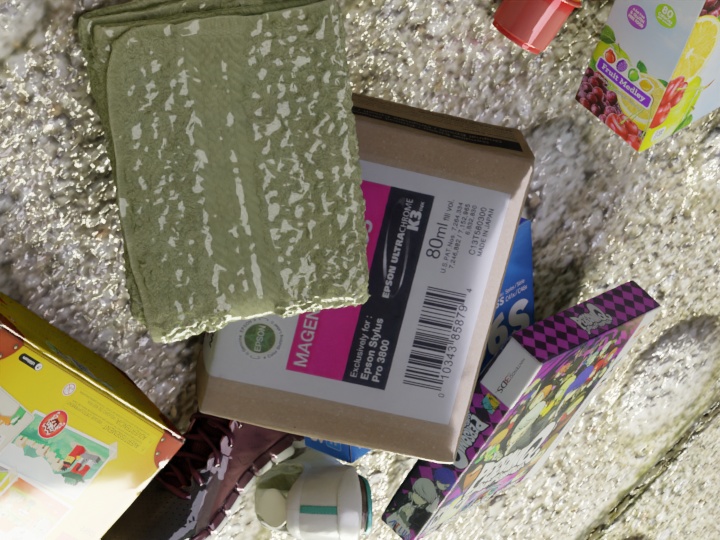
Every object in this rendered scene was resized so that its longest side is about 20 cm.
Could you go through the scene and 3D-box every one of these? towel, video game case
[{"bbox_3d":[-0.071,-0.064,1.239,0.148,0.037,0.201,-10,108,-3],"label":"towel"},{"bbox_3d":[0.118,0.100,1.592,0.200,0.036,0.182,-19,147,-57],"label":"video game case"}]

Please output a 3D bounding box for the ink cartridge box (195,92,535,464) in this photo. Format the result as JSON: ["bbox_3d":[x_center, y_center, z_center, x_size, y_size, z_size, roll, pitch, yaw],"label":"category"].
[{"bbox_3d":[0.000,0.000,1.322,0.164,0.075,0.201,11,107,-8],"label":"ink cartridge box"}]

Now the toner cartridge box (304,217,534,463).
[{"bbox_3d":[0.040,0.040,1.470,0.200,0.043,0.095,-32,127,-40],"label":"toner cartridge box"}]

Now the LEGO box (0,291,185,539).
[{"bbox_3d":[-0.219,0.101,1.291,0.149,0.077,0.200,-48,143,1],"label":"LEGO box"}]

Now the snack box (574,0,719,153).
[{"bbox_3d":[0.242,-0.195,1.445,0.168,0.068,0.201,-29,152,-40],"label":"snack box"}]

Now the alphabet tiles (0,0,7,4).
[{"bbox_3d":[-0.234,-0.152,1.107,0.199,0.008,0.168,-30,140,-21],"label":"alphabet tiles"}]

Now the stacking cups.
[{"bbox_3d":[0.147,-0.230,1.380,0.060,0.061,0.200,17,115,-50],"label":"stacking cups"}]

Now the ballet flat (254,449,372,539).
[{"bbox_3d":[-0.040,0.153,1.482,0.069,0.070,0.200,-40,-176,-10],"label":"ballet flat"}]

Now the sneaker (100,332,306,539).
[{"bbox_3d":[-0.101,0.096,1.419,0.200,0.076,0.116,-42,139,-25],"label":"sneaker"}]
